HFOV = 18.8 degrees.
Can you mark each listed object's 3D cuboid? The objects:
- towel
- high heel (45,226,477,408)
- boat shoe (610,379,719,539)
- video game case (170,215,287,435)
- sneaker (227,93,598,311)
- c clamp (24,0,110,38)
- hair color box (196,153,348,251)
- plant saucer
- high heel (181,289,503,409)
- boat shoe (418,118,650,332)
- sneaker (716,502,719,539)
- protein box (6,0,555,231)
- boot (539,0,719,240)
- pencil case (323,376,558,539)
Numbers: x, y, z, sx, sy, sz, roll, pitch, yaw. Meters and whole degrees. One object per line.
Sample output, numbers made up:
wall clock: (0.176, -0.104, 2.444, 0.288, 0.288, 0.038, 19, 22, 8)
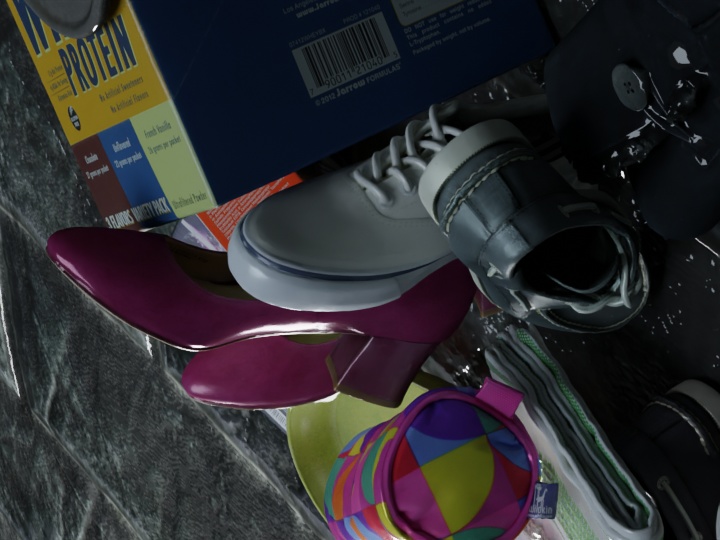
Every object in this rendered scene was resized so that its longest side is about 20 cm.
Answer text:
towel: (0.105, 0.141, 1.079, 0.201, 0.031, 0.149, 84, 162, -45)
high heel: (-0.041, -0.008, 1.003, 0.096, 0.199, 0.068, -60, 31, 19)
boat shoe: (0.157, 0.150, 1.067, 0.073, 0.063, 0.201, 29, 138, 50)
video game case: (-0.065, 0.023, 1.374, 0.143, 0.019, 0.200, 44, 153, 6)
sneaker: (0.028, -0.041, 0.981, 0.073, 0.199, 0.071, 46, 140, 32)
c clamp: (-0.154, -0.186, 0.923, 0.171, 0.027, 0.200, 53, 149, 18)
hair color box: (-0.048, -0.047, 1.209, 0.200, 0.064, 0.111, 48, -166, 26)
plant saucer: (0.045, 0.125, 1.243, 0.199, 0.031, 0.201, 28, 142, 24)
high heel: (0.000, 0.000, 1.071, 0.067, 0.199, 0.096, -115, 10, -51)
boat shoe: (0.089, -0.001, 0.958, 0.062, 0.073, 0.200, 52, -173, 30)
sneaker: (0.234, 0.169, 0.961, 0.082, 0.077, 0.201, -36, 82, 37)
protein box: (-0.053, -0.150, 1.022, 0.135, 0.198, 0.201, -13, 102, 63)
boot: (0.110, -0.121, 0.884, 0.201, 0.076, 0.168, 53, 150, 7)
pencil case: (0.035, 0.107, 1.089, 0.089, 0.088, 0.200, 61, 165, 4)
